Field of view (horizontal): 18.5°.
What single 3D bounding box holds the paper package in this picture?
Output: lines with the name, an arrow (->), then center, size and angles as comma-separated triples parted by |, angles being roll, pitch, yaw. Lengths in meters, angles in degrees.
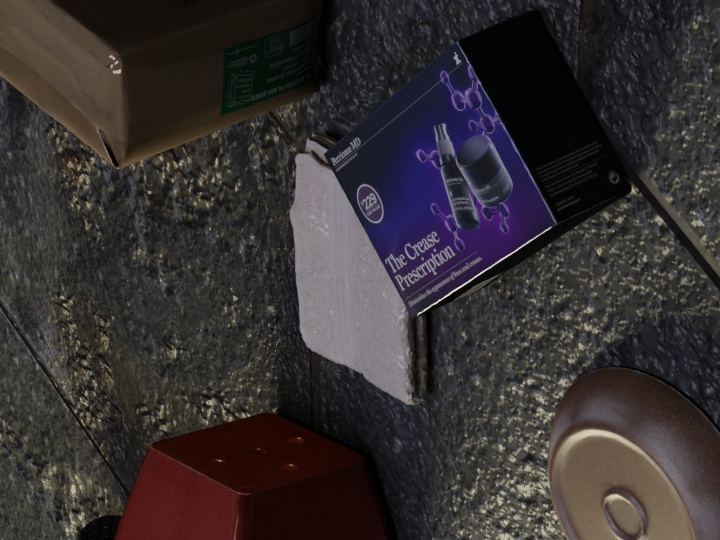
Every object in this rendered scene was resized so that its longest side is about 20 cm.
paper package -> -0.156, -0.185, 1.656 | 0.191, 0.200, 0.104 | 38, 137, 35

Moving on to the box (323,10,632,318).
box -> 0.076, -0.070, 1.528 | 0.200, 0.079, 0.141 | -37, 78, 56

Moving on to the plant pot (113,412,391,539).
plant pot -> -0.090, 0.231, 1.850 | 0.200, 0.200, 0.177 | 21, 116, 46

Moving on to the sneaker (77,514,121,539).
sneaker -> -0.211, 0.323, 2.163 | 0.200, 0.072, 0.083 | 38, 139, 34

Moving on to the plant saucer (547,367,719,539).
plant saucer -> 0.196, 0.167, 1.551 | 0.200, 0.037, 0.201 | 30, 133, 39

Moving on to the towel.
towel -> 0.000, 0.000, 1.711 | 0.132, 0.034, 0.200 | 28, 132, 42
